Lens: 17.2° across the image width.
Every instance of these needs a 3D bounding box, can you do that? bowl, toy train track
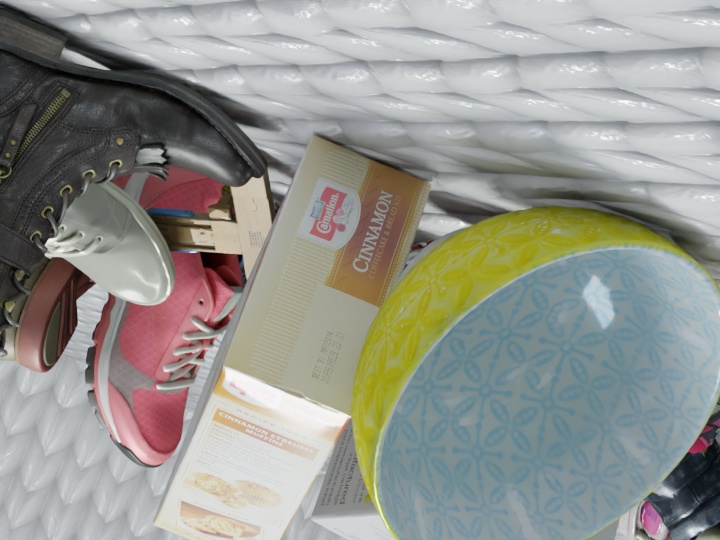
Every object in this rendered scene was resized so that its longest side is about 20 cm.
[{"bbox_3d":[0.072,0.040,1.187,0.200,0.200,0.108,30,-164,-44],"label":"bowl"},{"bbox_3d":[-0.096,-0.029,1.418,0.200,0.033,0.115,4,123,19],"label":"toy train track"}]

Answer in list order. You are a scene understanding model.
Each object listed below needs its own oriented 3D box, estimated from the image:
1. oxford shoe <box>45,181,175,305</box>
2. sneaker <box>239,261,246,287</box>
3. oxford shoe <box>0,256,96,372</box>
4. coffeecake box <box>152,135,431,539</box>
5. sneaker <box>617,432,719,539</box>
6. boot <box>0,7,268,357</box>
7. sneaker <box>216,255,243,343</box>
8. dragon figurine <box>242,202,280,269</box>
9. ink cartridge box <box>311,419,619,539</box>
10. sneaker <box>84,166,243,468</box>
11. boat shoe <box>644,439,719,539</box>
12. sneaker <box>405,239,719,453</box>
[{"bbox_3d":[-0.178,-0.034,1.365,0.075,0.058,0.200,-10,139,30],"label":"oxford shoe"},{"bbox_3d":[-0.002,0.021,1.574,0.078,0.086,0.200,-30,159,34],"label":"sneaker"},{"bbox_3d":[-0.200,-0.017,1.494,0.075,0.070,0.200,11,-146,7],"label":"oxford shoe"},{"bbox_3d":[-0.040,0.048,1.298,0.073,0.154,0.200,22,147,-3],"label":"coffeecake box"},{"bbox_3d":[0.192,0.138,1.611,0.200,0.081,0.088,10,-150,15],"label":"sneaker"},{"bbox_3d":[-0.168,-0.032,1.270,0.200,0.174,0.069,23,171,-6],"label":"boot"},{"bbox_3d":[-0.095,0.004,1.612,0.199,0.081,0.115,26,176,-15],"label":"sneaker"},{"bbox_3d":[0.000,0.000,1.436,0.099,0.059,0.200,26,172,-24],"label":"dragon figurine"},{"bbox_3d":[0.076,0.095,1.423,0.085,0.145,0.200,30,157,-29],"label":"ink cartridge box"},{"bbox_3d":[-0.116,0.029,1.481,0.087,0.200,0.074,7,-170,29],"label":"sneaker"},{"bbox_3d":[0.195,0.123,1.488,0.091,0.071,0.200,55,-172,8],"label":"boat shoe"},{"bbox_3d":[0.108,0.034,1.280,0.200,0.075,0.081,20,-176,19],"label":"sneaker"}]
